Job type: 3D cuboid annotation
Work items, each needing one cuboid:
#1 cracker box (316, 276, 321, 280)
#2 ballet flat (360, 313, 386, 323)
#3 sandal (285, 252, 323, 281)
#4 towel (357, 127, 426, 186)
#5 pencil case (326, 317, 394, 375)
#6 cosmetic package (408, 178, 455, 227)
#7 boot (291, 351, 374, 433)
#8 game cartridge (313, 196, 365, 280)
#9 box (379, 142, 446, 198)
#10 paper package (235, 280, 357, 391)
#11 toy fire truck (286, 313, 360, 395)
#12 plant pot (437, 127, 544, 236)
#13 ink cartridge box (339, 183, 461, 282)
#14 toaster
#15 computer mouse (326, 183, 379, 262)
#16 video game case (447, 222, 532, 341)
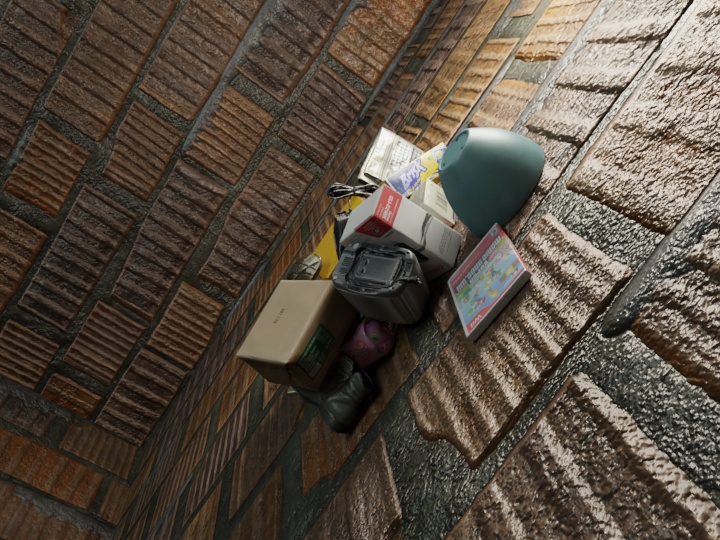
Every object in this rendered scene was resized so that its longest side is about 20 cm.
[{"bbox_3d":[-0.118,0.083,1.621,0.201,0.132,0.058,104,-174,-52],"label":"cracker box"},{"bbox_3d":[0.040,0.059,1.421,0.068,0.067,0.201,-54,14,35],"label":"ballet flat"},{"bbox_3d":[-0.137,0.046,1.468,0.080,0.054,0.202,44,114,42],"label":"sandal"},{"bbox_3d":[0.103,-0.242,1.571,0.035,0.191,0.202,-45,18,54],"label":"towel"},{"bbox_3d":[-0.014,0.184,1.331,0.200,0.087,0.088,-49,17,33],"label":"pencil case"},{"bbox_3d":[0.117,-0.092,1.431,0.200,0.087,0.104,-45,22,38],"label":"cosmetic package"},{"bbox_3d":[-0.056,0.217,1.288,0.199,0.067,0.132,37,104,39],"label":"boot"},{"bbox_3d":[-0.038,-0.073,1.480,0.201,0.032,0.176,-56,23,4],"label":"game cartridge"},{"bbox_3d":[0.132,-0.214,1.488,0.199,0.065,0.070,-36,-9,-27],"label":"box"},{"bbox_3d":[-0.127,0.124,1.309,0.189,0.104,0.202,-2,50,47],"label":"paper package"},{"bbox_3d":[-0.091,0.178,1.450,0.175,0.127,0.203,-22,64,44],"label":"toy fire truck"},{"bbox_3d":[0.223,-0.184,1.194,0.201,0.134,0.201,-52,17,23],"label":"plant pot"},{"bbox_3d":[0.081,-0.062,1.283,0.144,0.198,0.085,-34,31,55],"label":"ink cartridge box"},{"bbox_3d":[0.051,0.027,1.243,0.197,0.130,0.115,7,61,33],"label":"toaster"},{"bbox_3d":[0.001,-0.086,1.362,0.046,0.138,0.203,-22,78,64],"label":"computer mouse"},{"bbox_3d":[0.209,0.014,1.075,0.144,0.017,0.201,-53,17,19],"label":"video game case"}]
